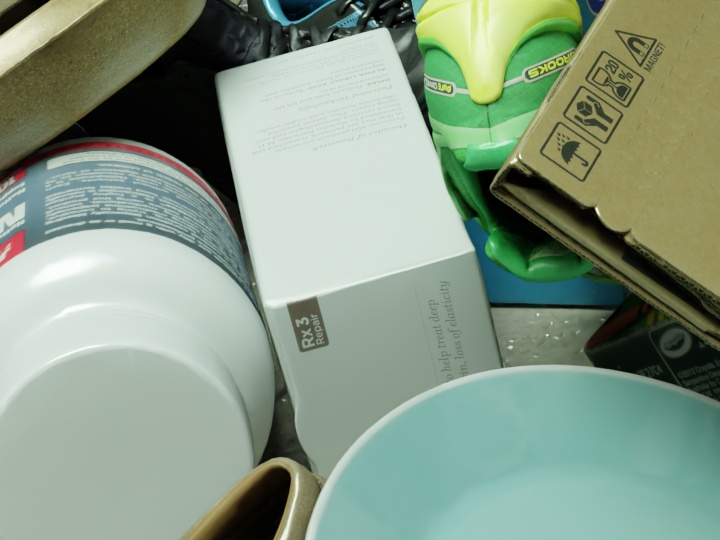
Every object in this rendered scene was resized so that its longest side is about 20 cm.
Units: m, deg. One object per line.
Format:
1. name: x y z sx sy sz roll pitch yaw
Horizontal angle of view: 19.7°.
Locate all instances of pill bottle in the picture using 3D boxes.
1. pill bottle: -0.092 0.033 0.750 0.118 0.121 0.200 -17 20 -4

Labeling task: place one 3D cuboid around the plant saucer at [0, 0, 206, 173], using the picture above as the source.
1. plant saucer: -0.132 -0.082 0.861 0.199 0.036 0.200 -33 14 9

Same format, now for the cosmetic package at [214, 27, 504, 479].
1. cosmetic package: 0.000 0.000 0.805 0.080 0.114 0.201 -16 32 -2

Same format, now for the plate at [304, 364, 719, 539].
1. plate: 0.078 0.109 0.625 0.198 0.026 0.201 8 43 -7

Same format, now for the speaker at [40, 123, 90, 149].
1. speaker: -0.221 -0.033 0.983 0.198 0.082 0.081 3 35 26

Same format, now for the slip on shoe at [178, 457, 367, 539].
1. slip on shoe: -0.074 0.139 0.630 0.200 0.061 0.076 -39 37 -12

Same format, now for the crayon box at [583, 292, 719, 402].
1. crayon box: 0.185 -0.021 0.768 0.200 0.051 0.127 -42 10 -38

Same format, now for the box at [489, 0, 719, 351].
1. box: 0.150 -0.046 0.670 0.163 0.021 0.201 34 50 0

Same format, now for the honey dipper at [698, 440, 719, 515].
1. honey dipper: 0.067 0.088 0.712 0.198 0.038 0.038 -14 30 9

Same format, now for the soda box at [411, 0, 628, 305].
1. soda box: 0.067 -0.086 0.825 0.067 0.202 0.064 1 33 24

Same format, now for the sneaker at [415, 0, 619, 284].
1. sneaker: 0.064 -0.030 0.733 0.073 0.200 0.084 -7 68 20

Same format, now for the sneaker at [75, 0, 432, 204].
1. sneaker: -0.049 -0.087 0.932 0.199 0.104 0.060 -21 39 41

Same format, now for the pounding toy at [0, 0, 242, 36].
1. pounding toy: -0.173 -0.145 1.051 0.199 0.142 0.185 -28 22 30

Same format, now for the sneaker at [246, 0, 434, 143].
1. sneaker: 0.015 -0.095 0.980 0.199 0.083 0.073 16 40 39
